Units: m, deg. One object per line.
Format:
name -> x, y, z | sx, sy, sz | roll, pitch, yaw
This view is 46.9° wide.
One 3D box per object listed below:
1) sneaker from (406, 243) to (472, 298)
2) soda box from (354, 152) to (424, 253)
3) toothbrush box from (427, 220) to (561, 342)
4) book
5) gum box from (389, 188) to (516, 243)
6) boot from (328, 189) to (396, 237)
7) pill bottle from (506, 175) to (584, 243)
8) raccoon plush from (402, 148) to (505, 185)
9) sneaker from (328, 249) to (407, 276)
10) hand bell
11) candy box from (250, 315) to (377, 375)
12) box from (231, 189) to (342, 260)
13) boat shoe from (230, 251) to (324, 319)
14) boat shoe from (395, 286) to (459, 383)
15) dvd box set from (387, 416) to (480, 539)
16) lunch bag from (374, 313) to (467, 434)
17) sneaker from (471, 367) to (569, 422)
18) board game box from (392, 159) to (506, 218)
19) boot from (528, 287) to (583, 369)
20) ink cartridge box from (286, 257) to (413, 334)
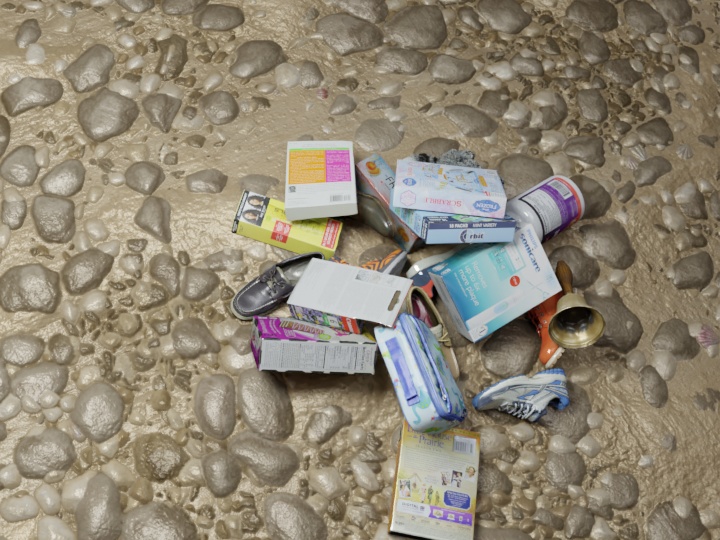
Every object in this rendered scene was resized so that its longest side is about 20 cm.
sneaker -> 0.189, 0.000, 1.621 | 0.200, 0.075, 0.085 | -24, 77, -19
soda box -> 0.063, -0.134, 1.654 | 0.063, 0.068, 0.200 | -30, 75, -28
toothbrush box -> 0.251, 0.018, 1.550 | 0.200, 0.085, 0.147 | -29, 104, -9
book -> -0.075, -0.177, 1.591 | 0.133, 0.048, 0.200 | -4, 42, 2
gum box -> 0.165, -0.104, 1.533 | 0.169, 0.045, 0.200 | -2, 22, -18
boot -> -0.021, -0.111, 1.603 | 0.097, 0.075, 0.200 | -27, 50, -25
pill bottle -> 0.353, -0.108, 1.696 | 0.200, 0.111, 0.112 | -29, 73, -27
raccoon plush -> 0.189, -0.171, 1.664 | 0.199, 0.097, 0.134 | -11, 36, -26
sneaker -> 0.000, 0.000, 1.561 | 0.112, 0.078, 0.200 | 33, 46, 18
hand bell -> 0.399, 0.045, 1.585 | 0.104, 0.104, 0.200 | 16, 37, -7
candy box -> -0.083, 0.128, 1.432 | 0.199, 0.136, 0.061 | 4, 102, -15
box -> -0.140, -0.083, 1.579 | 0.199, 0.050, 0.075 | 19, 58, -6
boat shoe -> -0.148, 0.019, 1.514 | 0.200, 0.065, 0.072 | -29, 74, -27
boat shoe -> 0.127, 0.121, 1.535 | 0.074, 0.066, 0.200 | -20, 70, -24
dvd box set -> 0.129, 0.363, 1.427 | 0.146, 0.029, 0.201 | 13, 61, -8
lunch bag -> 0.101, 0.176, 1.409 | 0.082, 0.161, 0.200 | -28, 65, 15
sneaker -> 0.301, 0.237, 1.520 | 0.199, 0.077, 0.085 | -9, 70, -20
board game box -> 0.162, -0.154, 1.542 | 0.199, 0.041, 0.200 | 7, 21, 2
boot -> 0.361, 0.101, 1.615 | 0.107, 0.075, 0.200 | 24, 50, 1
ink cartridge box -> -0.015, 0.049, 1.440 | 0.199, 0.050, 0.109 | 12, 54, 22
